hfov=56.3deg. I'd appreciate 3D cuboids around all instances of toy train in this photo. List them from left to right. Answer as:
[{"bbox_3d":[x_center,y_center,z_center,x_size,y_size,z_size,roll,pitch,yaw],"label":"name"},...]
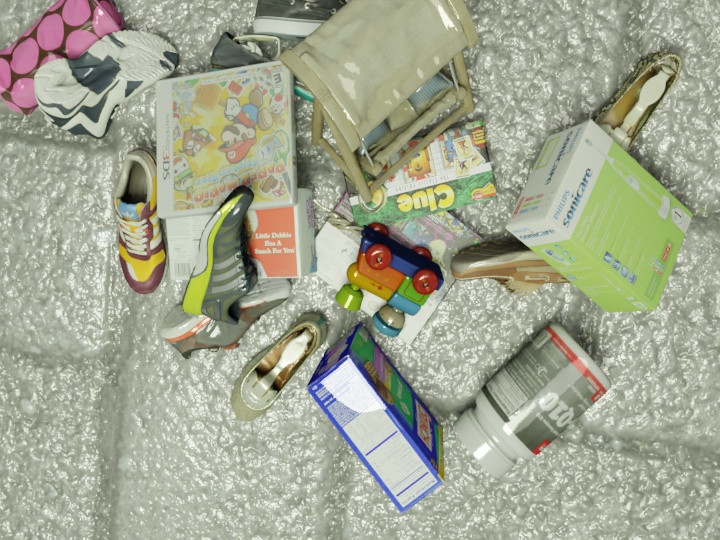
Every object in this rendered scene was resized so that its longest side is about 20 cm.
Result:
[{"bbox_3d":[0.000,0.000,0.876,0.197,0.085,0.117,27,112,-13],"label":"toy train"}]

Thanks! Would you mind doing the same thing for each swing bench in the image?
[{"bbox_3d":[0.031,-0.224,0.802,0.198,0.200,0.130,-41,73,-7],"label":"swing bench"}]

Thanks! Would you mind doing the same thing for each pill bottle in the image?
[{"bbox_3d":[0.229,0.179,0.913,0.200,0.114,0.114,-45,92,7],"label":"pill bottle"}]

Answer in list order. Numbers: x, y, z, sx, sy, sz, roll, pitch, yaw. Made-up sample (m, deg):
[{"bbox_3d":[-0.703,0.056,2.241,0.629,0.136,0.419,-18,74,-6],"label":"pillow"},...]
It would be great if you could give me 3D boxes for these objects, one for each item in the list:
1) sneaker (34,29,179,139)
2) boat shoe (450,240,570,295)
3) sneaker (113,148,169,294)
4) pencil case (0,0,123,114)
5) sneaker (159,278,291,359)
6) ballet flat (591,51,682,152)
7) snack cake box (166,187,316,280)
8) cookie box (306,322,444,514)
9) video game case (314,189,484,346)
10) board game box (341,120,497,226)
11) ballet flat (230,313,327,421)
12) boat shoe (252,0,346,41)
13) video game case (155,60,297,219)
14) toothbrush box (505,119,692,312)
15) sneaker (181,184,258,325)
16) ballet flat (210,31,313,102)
[{"bbox_3d":[-0.348,-0.247,0.924,0.198,0.129,0.080,-40,93,-31],"label":"sneaker"},{"bbox_3d":[0.215,-0.001,0.900,0.195,0.076,0.074,-7,107,-10],"label":"boat shoe"},{"bbox_3d":[-0.310,-0.065,0.931,0.073,0.090,0.206,2,97,3],"label":"sneaker"},{"bbox_3d":[-0.417,-0.307,0.912,0.198,0.091,0.094,-37,107,9],"label":"pencil case"},{"bbox_3d":[-0.183,0.067,0.961,0.196,0.078,0.083,-20,122,7],"label":"sneaker"},{"bbox_3d":[0.348,-0.200,0.880,0.067,0.075,0.202,34,98,-2],"label":"ballet flat"},{"bbox_3d":[-0.163,-0.049,0.917,0.195,0.067,0.118,-1,96,16],"label":"snack cake box"},{"bbox_3d":[0.027,0.188,0.901,0.075,0.171,0.201,-36,94,10],"label":"cookie box"},{"bbox_3d":[0.042,-0.028,0.940,0.198,0.036,0.183,35,98,-1],"label":"video game case"},{"bbox_3d":[0.078,-0.125,0.902,0.195,0.023,0.107,-14,95,3],"label":"board game box"},{"bbox_3d":[-0.124,0.140,0.958,0.067,0.062,0.201,39,98,-1],"label":"ballet flat"},{"bbox_3d":[-0.047,-0.341,0.897,0.195,0.070,0.068,7,99,11],"label":"boat shoe"},{"bbox_3d":[-0.177,-0.168,0.874,0.195,0.023,0.187,-4,85,16],"label":"video game case"},{"bbox_3d":[0.302,-0.062,0.846,0.198,0.086,0.148,35,73,-19],"label":"toothbrush box"},{"bbox_3d":[-0.161,-0.016,0.847,0.079,0.074,0.202,23,124,-3],"label":"sneaker"},{"bbox_3d":[-0.106,-0.275,0.906,0.195,0.073,0.075,18,98,4],"label":"ballet flat"}]
